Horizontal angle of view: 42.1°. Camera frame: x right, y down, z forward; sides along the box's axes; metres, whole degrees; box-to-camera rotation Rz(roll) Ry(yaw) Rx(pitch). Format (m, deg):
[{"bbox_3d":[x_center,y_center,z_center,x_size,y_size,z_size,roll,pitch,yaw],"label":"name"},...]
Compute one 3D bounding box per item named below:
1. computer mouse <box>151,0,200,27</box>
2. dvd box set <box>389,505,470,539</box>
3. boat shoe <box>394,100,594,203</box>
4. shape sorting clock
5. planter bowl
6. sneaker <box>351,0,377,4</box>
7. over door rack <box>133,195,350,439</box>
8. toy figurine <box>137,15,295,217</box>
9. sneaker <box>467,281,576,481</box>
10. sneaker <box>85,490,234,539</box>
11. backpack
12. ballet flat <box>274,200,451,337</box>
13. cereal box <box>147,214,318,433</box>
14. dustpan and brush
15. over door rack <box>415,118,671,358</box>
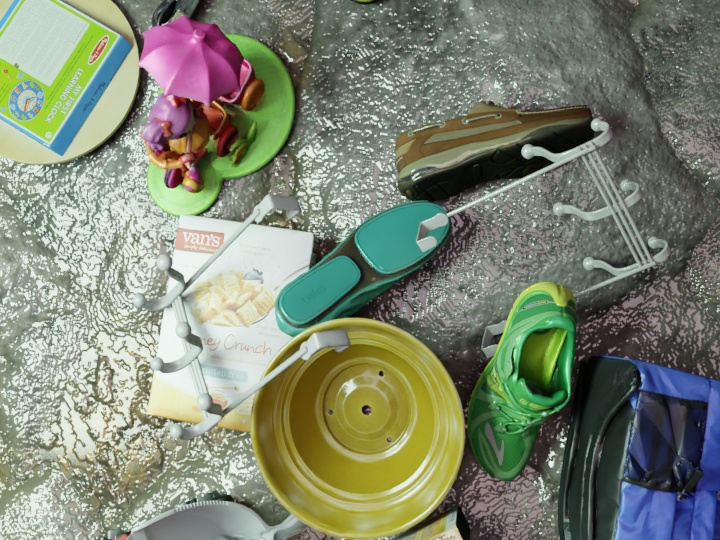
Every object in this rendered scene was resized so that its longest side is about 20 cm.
[{"bbox_3d":[-0.249,-0.328,0.980,0.197,0.044,0.111,26,93,2],"label":"computer mouse"},{"bbox_3d":[0.007,0.276,0.846,0.198,0.146,0.030,-28,81,4],"label":"dvd box set"},{"bbox_3d":[0.125,-0.130,0.906,0.196,0.076,0.075,-15,66,-1],"label":"boat shoe"},{"bbox_3d":[-0.328,-0.208,0.977,0.196,0.039,0.204,-1,78,3],"label":"shape sorting clock"},{"bbox_3d":[0.002,0.140,0.882,0.196,0.083,0.205,1,96,9],"label":"planter bowl"},{"bbox_3d":[0.028,-0.363,0.930,0.070,0.083,0.204,15,87,7],"label":"sneaker"},{"bbox_3d":[-0.120,0.042,0.829,0.199,0.066,0.150,-33,66,28],"label":"over door rack"},{"bbox_3d":[-0.162,-0.155,0.882,0.149,0.184,0.202,32,90,8],"label":"toy figurine"},{"bbox_3d":[0.146,0.110,0.855,0.073,0.084,0.203,11,113,-3],"label":"sneaker"},{"bbox_3d":[-0.205,0.290,0.905,0.197,0.071,0.100,-20,81,3],"label":"sneaker"},{"bbox_3d":[0.263,0.190,0.818,0.165,0.163,0.204,13,86,4],"label":"backpack"},{"bbox_3d":[0.000,0.000,0.903,0.198,0.071,0.068,-33,78,-17],"label":"ballet flat"},{"bbox_3d":[-0.126,0.053,0.932,0.141,0.040,0.204,7,86,8],"label":"cereal box"},{"bbox_3d":[-0.107,0.258,0.860,0.056,0.199,0.142,-11,98,36],"label":"dustpan and brush"},{"bbox_3d":[0.166,-0.033,0.870,0.198,0.067,0.149,-30,114,14],"label":"over door rack"}]
